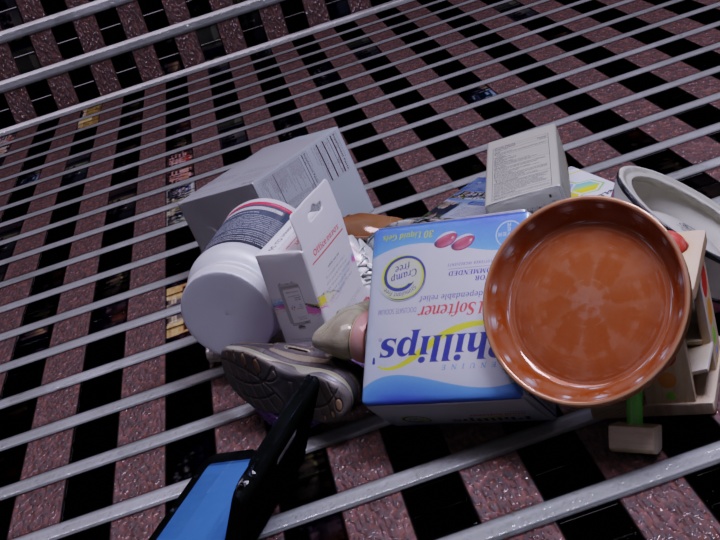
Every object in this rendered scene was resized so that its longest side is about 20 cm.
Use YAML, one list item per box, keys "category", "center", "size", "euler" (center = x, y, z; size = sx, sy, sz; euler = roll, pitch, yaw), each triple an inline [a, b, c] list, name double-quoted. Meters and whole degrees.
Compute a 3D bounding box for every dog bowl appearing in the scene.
- category: "dog bowl"
  center: [0.356, -0.031, 1.270]
  size: [0.198, 0.074, 0.201]
  euler: [23, 26, -11]

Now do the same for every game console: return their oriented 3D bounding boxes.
- category: "game console"
  center: [-0.137, 0.207, 1.160]
  size: [0.115, 0.177, 0.200]
  euler: [19, 34, 9]

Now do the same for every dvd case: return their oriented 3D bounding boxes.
- category: "dvd case"
  center: [0.173, -0.088, 1.704]
  size: [0.142, 0.018, 0.199]
  euler: [9, 34, 45]

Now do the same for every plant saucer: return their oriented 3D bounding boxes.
- category: "plant saucer"
  center: [0.213, 0.030, 1.078]
  size: [0.198, 0.203, 0.032]
  euler: [-6, -16, 25]

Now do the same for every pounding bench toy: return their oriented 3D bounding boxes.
- category: "pounding bench toy"
  center: [0.277, 0.064, 1.121]
  size: [0.123, 0.157, 0.200]
  euler: [-5, 26, 25]

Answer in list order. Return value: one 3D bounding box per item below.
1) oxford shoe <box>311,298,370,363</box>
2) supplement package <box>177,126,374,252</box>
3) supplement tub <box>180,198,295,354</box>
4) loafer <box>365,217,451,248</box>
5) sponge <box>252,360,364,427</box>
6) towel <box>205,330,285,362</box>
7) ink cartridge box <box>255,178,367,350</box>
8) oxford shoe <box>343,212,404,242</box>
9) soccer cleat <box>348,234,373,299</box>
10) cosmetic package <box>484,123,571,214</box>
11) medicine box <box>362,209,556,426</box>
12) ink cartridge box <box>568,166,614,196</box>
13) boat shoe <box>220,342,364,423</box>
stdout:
- category: "oxford shoe"
  center: [0.008, 0.056, 1.305]
  size: [0.073, 0.072, 0.200]
  euler: [4, 7, 21]
- category: "supplement package"
  center: [-0.127, -0.097, 1.738]
  size: [0.190, 0.148, 0.200]
  euler: [-8, 23, 46]
- category: "supplement tub"
  center: [-0.142, 0.007, 1.481]
  size: [0.139, 0.142, 0.200]
  euler: [-9, 26, 19]
- category: "loafer"
  center: [0.102, -0.046, 1.549]
  size: [0.198, 0.073, 0.063]
  euler: [-5, -14, 3]
- category: "sponge"
  center: [-0.027, 0.127, 1.356]
  size: [0.199, 0.030, 0.111]
  euler: [-25, 24, -17]
- category: "towel"
  center: [-0.133, 0.058, 1.577]
  size: [0.131, 0.035, 0.200]
  euler: [-13, 24, 12]
- category: "ink cartridge box"
  center: [-0.057, 0.006, 1.353]
  size: [0.067, 0.202, 0.117]
  euler: [-5, 25, 26]
- category: "oxford shoe"
  center: [-0.024, -0.049, 1.624]
  size: [0.198, 0.072, 0.072]
  euler: [3, 50, -12]
- category: "soccer cleat"
  center: [0.000, 0.000, 1.474]
  size: [0.068, 0.086, 0.200]
  euler: [-26, 24, -19]
- category: "cosmetic package"
  center: [0.223, -0.113, 1.507]
  size: [0.104, 0.072, 0.201]
  euler: [-15, 26, 17]
- category: "medicine box"
  center: [0.108, 0.056, 1.206]
  size: [0.180, 0.103, 0.202]
  euler: [-6, 66, 25]
- category: "ink cartridge box"
  center: [0.298, -0.078, 1.539]
  size: [0.103, 0.060, 0.200]
  euler: [-23, 24, -13]
- category: "boat shoe"
  center: [-0.074, 0.121, 1.296]
  size: [0.199, 0.075, 0.073]
  euler: [15, 29, 37]
